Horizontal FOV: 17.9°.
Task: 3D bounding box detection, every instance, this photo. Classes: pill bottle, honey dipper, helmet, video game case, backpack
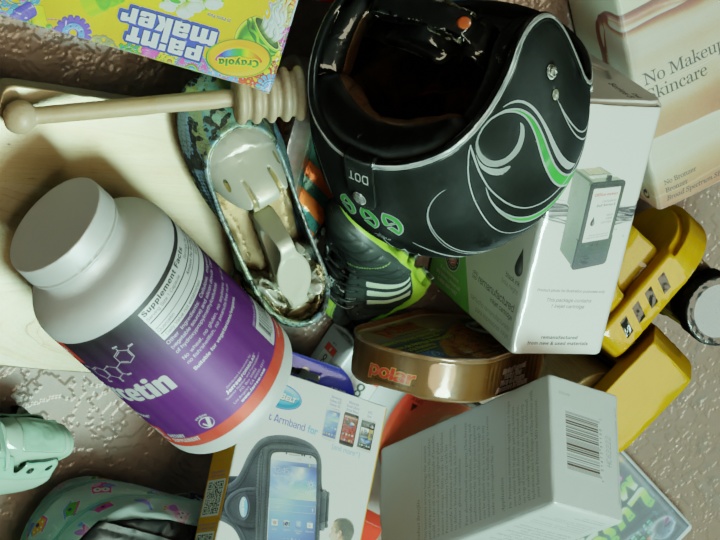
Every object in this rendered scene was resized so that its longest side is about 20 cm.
[{"bbox_3d":[-0.142,0.029,1.535,0.112,0.112,0.200,-46,125,-1],"label":"pill bottle"},{"bbox_3d":[-0.135,-0.109,1.501,0.199,0.038,0.038,-5,116,-12],"label":"honey dipper"},{"bbox_3d":[0.063,-0.107,1.546,0.200,0.200,0.191,-47,152,0],"label":"helmet"},{"bbox_3d":[0.168,0.239,1.944,0.200,0.023,0.182,-46,126,-2],"label":"video game case"},{"bbox_3d":[-0.157,0.236,1.706,0.199,0.126,0.168,21,90,-33],"label":"backpack"}]

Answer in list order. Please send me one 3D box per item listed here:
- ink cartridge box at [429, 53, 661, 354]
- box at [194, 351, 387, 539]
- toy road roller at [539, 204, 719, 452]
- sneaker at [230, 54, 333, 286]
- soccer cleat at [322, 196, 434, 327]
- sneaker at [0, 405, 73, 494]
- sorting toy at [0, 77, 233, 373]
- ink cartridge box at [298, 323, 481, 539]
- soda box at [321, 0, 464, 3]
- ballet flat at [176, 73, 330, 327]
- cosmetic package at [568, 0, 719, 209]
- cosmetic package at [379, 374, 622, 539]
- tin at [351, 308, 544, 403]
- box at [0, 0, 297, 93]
[{"bbox_3d":[0.135,-0.057,1.708,0.084,0.145,0.201,1,112,-27],"label":"ink cartridge box"},{"bbox_3d":[-0.052,0.158,1.676,0.119,0.041,0.201,19,74,-26],"label":"box"},{"bbox_3d":[0.194,0.031,1.804,0.146,0.123,0.200,41,90,-21],"label":"toy road roller"},{"bbox_3d":[-0.037,-0.055,1.662,0.080,0.071,0.201,7,108,-27],"label":"sneaker"},{"bbox_3d":[0.000,0.000,1.668,0.081,0.068,0.200,-37,160,1],"label":"soccer cleat"},{"bbox_3d":[-0.252,0.103,1.579,0.118,0.074,0.200,-9,159,-25],"label":"sneaker"},{"bbox_3d":[-0.188,-0.034,1.593,0.199,0.070,0.200,7,110,-30],"label":"sorting toy"},{"bbox_3d":[-0.010,0.160,1.795,0.162,0.050,0.201,29,94,-35],"label":"ink cartridge box"},{"bbox_3d":[-0.011,-0.224,1.599,0.199,0.064,0.068,7,110,-30],"label":"soda box"},{"bbox_3d":[-0.066,-0.044,1.569,0.074,0.074,0.201,-31,123,-12],"label":"ballet flat"},{"bbox_3d":[0.230,-0.163,1.744,0.103,0.087,0.201,-27,123,-13],"label":"cosmetic package"},{"bbox_3d":[0.102,0.160,1.700,0.071,0.200,0.102,18,60,-34],"label":"cosmetic package"},{"bbox_3d":[0.066,0.063,1.717,0.200,0.111,0.042,-11,116,-62],"label":"tin"},{"bbox_3d":[-0.126,-0.241,1.452,0.199,0.122,0.194,16,106,-8],"label":"box"}]
